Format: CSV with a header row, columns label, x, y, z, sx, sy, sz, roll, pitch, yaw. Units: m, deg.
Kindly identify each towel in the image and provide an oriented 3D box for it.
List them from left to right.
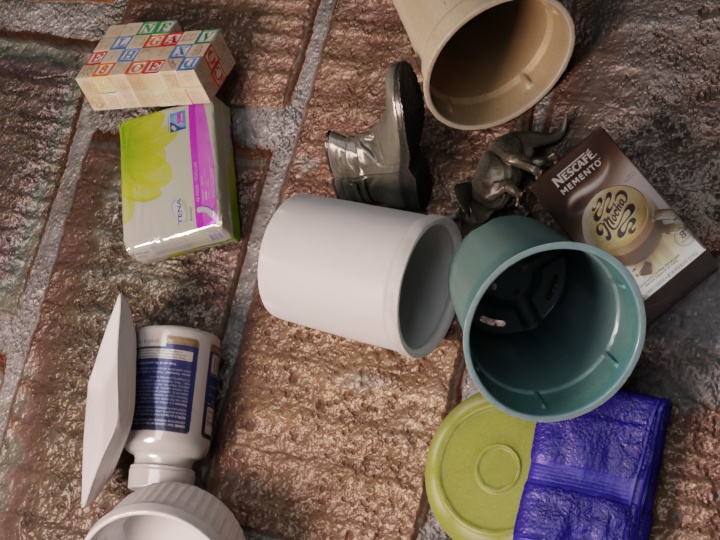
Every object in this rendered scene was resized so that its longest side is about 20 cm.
label,x,y,z,sx,sy,sz,roll,pitch,yaw
towel,0.258,0.222,1.594,0.146,0.050,0.202,12,77,8

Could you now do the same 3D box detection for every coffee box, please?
label,x,y,z,sx,sy,sz,roll,pitch,yaw
coffee box,0.301,-0.050,1.660,0.113,0.080,0.200,-40,63,9

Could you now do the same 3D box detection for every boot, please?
label,x,y,z,sx,sy,sz,roll,pitch,yaw
boot,0.011,-0.160,1.776,0.130,0.201,0.068,6,32,22

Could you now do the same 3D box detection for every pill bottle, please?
label,x,y,z,sx,sy,sz,roll,pitch,yaw
pill bottle,-0.240,0.177,1.814,0.110,0.111,0.202,-2,74,23

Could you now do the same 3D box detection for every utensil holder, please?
label,x,y,z,sx,sy,sz,roll,pitch,yaw
utensil holder,0.000,0.000,1.731,0.199,0.170,0.171,14,80,28

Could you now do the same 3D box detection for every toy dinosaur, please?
label,x,y,z,sx,sy,sz,roll,pitch,yaw
toy dinosaur,0.177,-0.122,1.738,0.102,0.077,0.201,31,88,28

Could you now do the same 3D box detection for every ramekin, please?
label,x,y,z,sx,sy,sz,roll,pitch,yaw
ramekin,-0.228,0.348,1.720,0.198,0.105,0.202,4,111,10

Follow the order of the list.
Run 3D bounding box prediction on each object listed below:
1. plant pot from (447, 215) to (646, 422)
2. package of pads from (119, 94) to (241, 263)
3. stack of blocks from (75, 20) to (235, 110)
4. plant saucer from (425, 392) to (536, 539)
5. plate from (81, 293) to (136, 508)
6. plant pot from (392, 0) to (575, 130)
label,x,y,z,sx,sy,sz,roll,pitch,yaw
plant pot,0.187,0.037,1.596,0.200,0.200,0.196,-45,20,5
package of pads,-0.246,-0.120,1.930,0.153,0.068,0.202,-14,68,18
stack of blocks,-0.274,-0.282,1.964,0.198,0.059,0.116,1,47,29
plant saucer,0.162,0.230,1.666,0.198,0.031,0.202,-7,72,23
plate,-0.313,0.166,1.812,0.200,0.032,0.201,119,154,-44
plant pot,0.132,-0.309,1.766,0.200,0.200,0.184,-36,53,10
